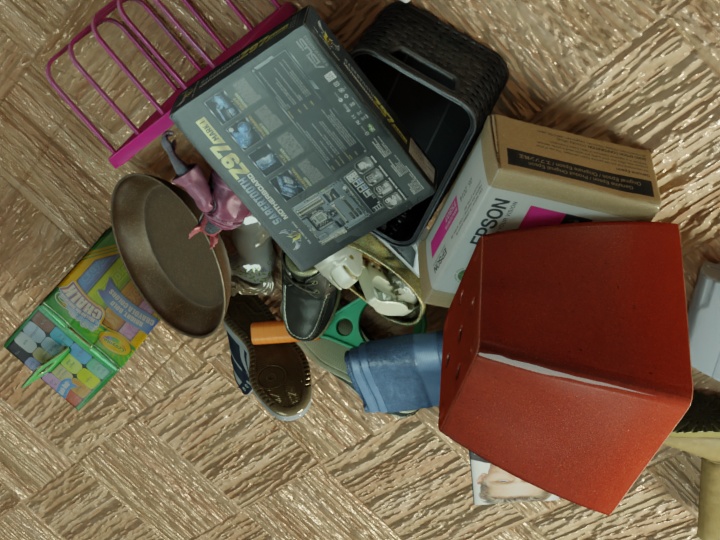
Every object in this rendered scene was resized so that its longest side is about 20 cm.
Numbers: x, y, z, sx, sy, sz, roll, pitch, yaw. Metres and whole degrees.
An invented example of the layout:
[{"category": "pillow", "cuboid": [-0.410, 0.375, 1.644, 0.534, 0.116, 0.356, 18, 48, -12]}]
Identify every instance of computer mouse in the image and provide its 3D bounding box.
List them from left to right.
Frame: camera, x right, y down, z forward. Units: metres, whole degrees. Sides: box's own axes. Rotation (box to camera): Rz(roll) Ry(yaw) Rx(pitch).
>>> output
[{"category": "computer mouse", "cuboid": [0.066, -0.020, 1.401, 0.200, 0.110, 0.044, 45, 99, -3]}]

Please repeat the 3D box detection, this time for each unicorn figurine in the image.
[{"category": "unicorn figurine", "cuboid": [-0.130, -0.043, 1.508, 0.137, 0.074, 0.200, 15, 150, 18]}]

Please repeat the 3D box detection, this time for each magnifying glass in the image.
[{"category": "magnifying glass", "cuboid": [-0.025, 0.063, 1.510, 0.199, 0.022, 0.080, -5, 87, 15]}]

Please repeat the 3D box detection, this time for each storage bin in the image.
[{"category": "storage bin", "cuboid": [0.039, -0.137, 1.300, 0.135, 0.094, 0.200, 30, 136, 4]}]

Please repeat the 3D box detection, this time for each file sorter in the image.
[{"category": "file sorter", "cuboid": [-0.193, -0.222, 1.328, 0.125, 0.139, 0.200, 48, 135, -13]}]

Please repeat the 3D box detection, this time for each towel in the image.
[{"category": "towel", "cuboid": [0.089, 0.101, 1.454, 0.199, 0.049, 0.112, -8, 143, 10]}]

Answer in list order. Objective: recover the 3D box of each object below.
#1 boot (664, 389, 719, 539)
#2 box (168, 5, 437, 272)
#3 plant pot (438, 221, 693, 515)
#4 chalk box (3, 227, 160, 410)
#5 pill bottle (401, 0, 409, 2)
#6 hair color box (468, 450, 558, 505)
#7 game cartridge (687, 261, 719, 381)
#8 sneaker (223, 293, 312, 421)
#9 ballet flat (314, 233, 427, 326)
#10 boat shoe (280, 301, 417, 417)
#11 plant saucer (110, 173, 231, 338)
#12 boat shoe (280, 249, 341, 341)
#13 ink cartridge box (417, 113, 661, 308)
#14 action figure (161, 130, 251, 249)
[{"category": "boot", "cuboid": [0.367, 0.221, 1.445, 0.175, 0.066, 0.200, 9, 133, 25]}, {"category": "box", "cuboid": [-0.049, -0.114, 1.225, 0.157, 0.051, 0.200, -31, 113, 22]}, {"category": "plant pot", "cuboid": [0.172, 0.073, 1.219, 0.176, 0.200, 0.200, 12, 140, -7]}, {"category": "chalk box", "cuboid": [-0.328, 0.072, 1.622, 0.124, 0.200, 0.124, 42, 136, -9]}, {"category": "pill bottle", "cuboid": [-0.023, -0.317, 1.156, 0.200, 0.120, 0.120, 32, 137, 2]}, {"category": "hair color box", "cuboid": [0.166, 0.184, 1.476, 0.100, 0.061, 0.200, -4, 145, 5]}, {"category": "game cartridge", "cuboid": [0.412, 0.073, 1.309, 0.199, 0.041, 0.134, 18, 138, 16]}, {"category": "sneaker", "cuboid": [-0.103, 0.124, 1.578, 0.200, 0.070, 0.109, -123, 19, -44]}, {"category": "ballet flat", "cuboid": [0.000, 0.000, 1.393, 0.071, 0.071, 0.200, -17, 143, 39]}, {"category": "boat shoe", "cuboid": [-0.013, 0.098, 1.559, 0.200, 0.072, 0.068, 38, 165, 4]}, {"category": "plant saucer", "cuboid": [-0.204, -0.021, 1.512, 0.200, 0.037, 0.201, 29, 134, 35]}, {"category": "boat shoe", "cuboid": [-0.056, -0.011, 1.449, 0.072, 0.066, 0.201, 20, 115, 16]}, {"category": "ink cartridge box", "cuboid": [0.163, -0.039, 1.284, 0.164, 0.075, 0.200, 10, 139, -14]}, {"category": "action figure", "cuboid": [-0.113, -0.102, 1.364, 0.149, 0.134, 0.200, 41, 119, 36]}]
